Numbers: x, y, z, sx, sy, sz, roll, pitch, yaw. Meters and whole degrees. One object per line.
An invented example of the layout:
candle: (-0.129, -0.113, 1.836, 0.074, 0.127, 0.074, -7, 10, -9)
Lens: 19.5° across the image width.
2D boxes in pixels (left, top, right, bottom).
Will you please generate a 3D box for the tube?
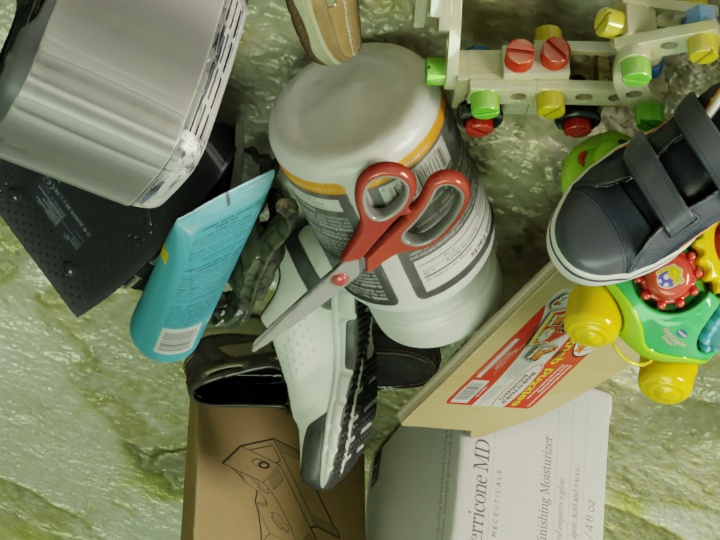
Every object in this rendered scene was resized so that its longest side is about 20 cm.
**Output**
tube: (-0.111, -0.001, 1.399, 0.050, 0.077, 0.200, 49, 149, 10)

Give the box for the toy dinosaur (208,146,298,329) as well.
toy dinosaur: (-0.067, -0.029, 1.436, 0.047, 0.088, 0.200, 11, 150, -11)

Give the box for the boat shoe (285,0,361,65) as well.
boat shoe: (-0.015, -0.204, 1.243, 0.076, 0.072, 0.200, -11, 138, 6)

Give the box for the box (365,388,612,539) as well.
box: (0.091, 0.203, 1.614, 0.131, 0.199, 0.200, 19, 141, -14)

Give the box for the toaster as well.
toaster: (-0.152, -0.125, 1.257, 0.129, 0.200, 0.114, 24, 149, -16)

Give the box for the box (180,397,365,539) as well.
box: (-0.065, 0.182, 1.620, 0.163, 0.200, 0.021, 30, 123, -23)

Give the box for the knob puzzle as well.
knob puzzle: (0.138, 0.048, 1.496, 0.220, 0.030, 0.220, -24, 151, -14)

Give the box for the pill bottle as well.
pill bottle: (0.023, -0.045, 1.388, 0.116, 0.116, 0.200, -6, 139, 18)

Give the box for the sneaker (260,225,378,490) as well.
sneaker: (-0.031, 0.060, 1.519, 0.080, 0.074, 0.200, 7, 100, 18)

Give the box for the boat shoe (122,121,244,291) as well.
boat shoe: (-0.127, -0.038, 1.460, 0.060, 0.076, 0.200, 12, 141, -13)

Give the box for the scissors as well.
scissors: (0.000, 0.000, 1.339, 0.073, 0.014, 0.200, 15, 133, -22)

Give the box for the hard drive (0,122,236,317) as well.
hard drive: (-0.170, -0.068, 1.409, 0.135, 0.042, 0.200, 53, 133, 4)

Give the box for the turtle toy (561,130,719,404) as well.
turtle toy: (0.195, -0.015, 1.363, 0.200, 0.146, 0.101, 37, 142, -30)

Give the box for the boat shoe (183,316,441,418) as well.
boat shoe: (-0.038, 0.081, 1.589, 0.200, 0.073, 0.075, -2, 140, 13)

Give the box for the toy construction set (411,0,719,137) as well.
toy construction set: (0.114, -0.138, 1.275, 0.200, 0.092, 0.131, 14, 158, 2)

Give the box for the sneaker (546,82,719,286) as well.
sneaker: (0.201, -0.064, 1.253, 0.200, 0.078, 0.079, -30, 166, -12)
